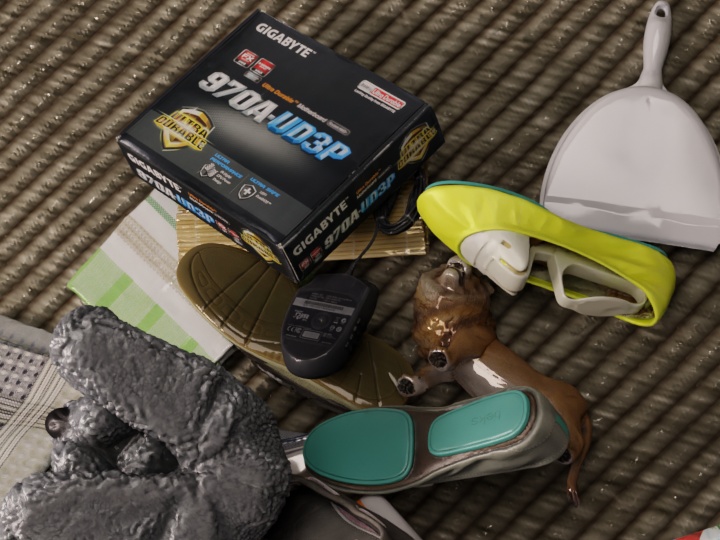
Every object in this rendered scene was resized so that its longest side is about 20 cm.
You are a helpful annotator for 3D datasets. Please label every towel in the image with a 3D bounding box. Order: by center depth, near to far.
[{"bbox_3d":[-0.294,0.106,1.665,0.192,0.035,0.200,15,45,25],"label":"towel"},{"bbox_3d":[-0.112,-0.013,1.728,0.200,0.031,0.149,-45,65,-2],"label":"towel"}]

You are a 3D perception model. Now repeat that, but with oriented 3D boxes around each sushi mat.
[{"bbox_3d":[-0.045,-0.050,1.696,0.200,0.012,0.096,-3,71,15],"label":"sushi mat"}]

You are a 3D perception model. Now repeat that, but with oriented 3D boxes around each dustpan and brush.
[{"bbox_3d":[0.215,-0.115,1.675,0.139,0.057,0.200,9,80,5],"label":"dustpan and brush"}]

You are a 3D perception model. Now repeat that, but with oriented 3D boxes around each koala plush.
[{"bbox_3d":[-0.151,0.129,1.544,0.184,0.200,0.178,18,83,-12],"label":"koala plush"}]

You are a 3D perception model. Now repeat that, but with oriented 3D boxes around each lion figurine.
[{"bbox_3d":[0.106,0.080,1.616,0.200,0.122,0.072,45,123,7],"label":"lion figurine"}]

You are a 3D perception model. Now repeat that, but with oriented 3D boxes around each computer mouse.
[{"bbox_3d":[0.000,0.000,1.630,0.059,0.034,0.200,13,59,31],"label":"computer mouse"}]

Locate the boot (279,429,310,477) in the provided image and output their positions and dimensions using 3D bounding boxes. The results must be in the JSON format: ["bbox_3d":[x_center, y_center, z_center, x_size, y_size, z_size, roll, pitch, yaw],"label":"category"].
[{"bbox_3d":[-0.095,0.126,1.645,0.200,0.073,0.090,-16,74,8],"label":"boot"}]

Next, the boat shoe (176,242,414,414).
[{"bbox_3d":[-0.052,0.055,1.654,0.201,0.066,0.072,31,61,11],"label":"boat shoe"}]

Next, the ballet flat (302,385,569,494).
[{"bbox_3d":[0.054,0.127,1.552,0.200,0.064,0.067,-13,56,32],"label":"ballet flat"}]

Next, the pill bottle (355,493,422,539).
[{"bbox_3d":[-0.027,0.260,1.562,0.200,0.113,0.113,-43,67,-3],"label":"pill bottle"}]

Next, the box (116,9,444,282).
[{"bbox_3d":[-0.062,-0.097,1.670,0.159,0.046,0.200,-44,50,-16],"label":"box"}]

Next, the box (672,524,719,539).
[{"bbox_3d":[0.297,0.262,1.524,0.137,0.039,0.200,-18,68,6],"label":"box"}]

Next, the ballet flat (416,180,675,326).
[{"bbox_3d":[0.134,-0.008,1.608,0.200,0.067,0.067,18,53,-9],"label":"ballet flat"}]

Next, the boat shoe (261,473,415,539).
[{"bbox_3d":[-0.035,0.171,1.517,0.200,0.057,0.067,18,66,44],"label":"boat shoe"}]
